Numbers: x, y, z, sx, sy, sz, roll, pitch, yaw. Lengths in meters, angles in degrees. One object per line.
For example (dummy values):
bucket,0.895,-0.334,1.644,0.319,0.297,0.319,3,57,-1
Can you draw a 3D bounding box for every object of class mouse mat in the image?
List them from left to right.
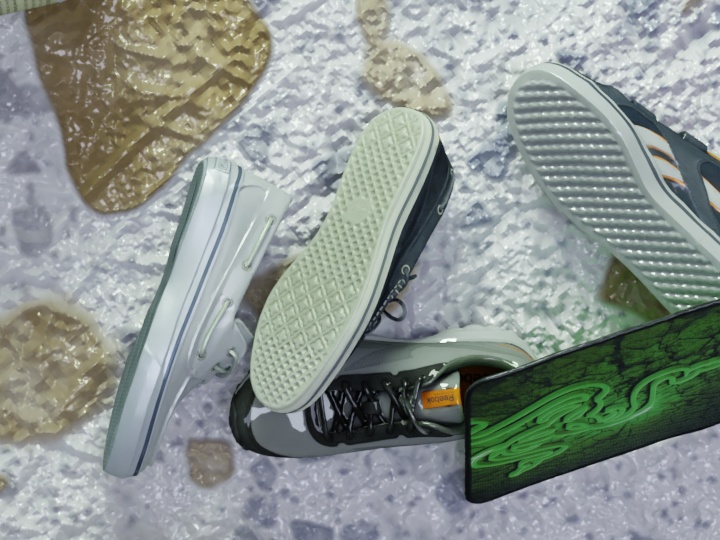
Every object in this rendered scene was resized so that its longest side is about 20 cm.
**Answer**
mouse mat,0.156,0.078,1.519,0.198,0.161,0.008,-17,59,-7

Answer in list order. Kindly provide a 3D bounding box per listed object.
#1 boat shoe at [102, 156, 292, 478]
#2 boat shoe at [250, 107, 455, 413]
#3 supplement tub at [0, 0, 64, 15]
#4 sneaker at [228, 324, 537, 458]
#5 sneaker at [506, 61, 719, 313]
boat shoe,-0.095,0.035,1.492,0.066,0.074,0.201,19,92,-10
boat shoe,0.000,0.000,1.499,0.062,0.074,0.201,41,72,-49
supplement tub,-0.231,-0.211,1.403,0.198,0.145,0.146,-15,99,-9
sneaker,0.018,0.074,1.517,0.198,0.079,0.075,-9,100,-8
sneaker,0.174,-0.054,1.536,0.200,0.078,0.079,49,42,0
